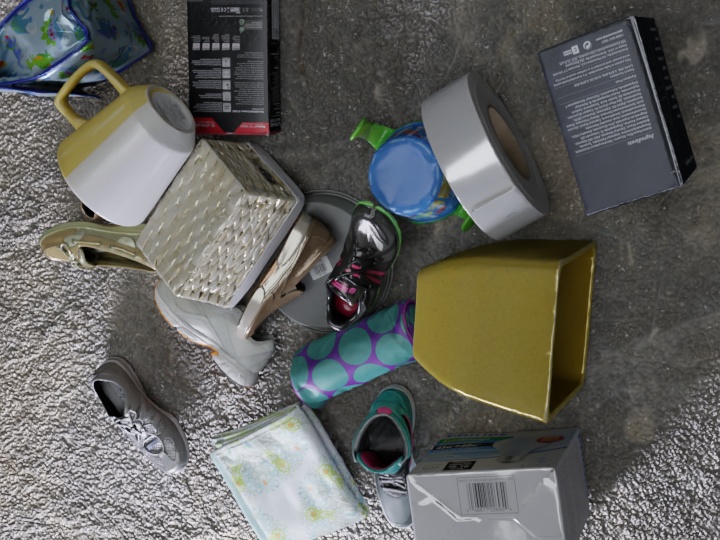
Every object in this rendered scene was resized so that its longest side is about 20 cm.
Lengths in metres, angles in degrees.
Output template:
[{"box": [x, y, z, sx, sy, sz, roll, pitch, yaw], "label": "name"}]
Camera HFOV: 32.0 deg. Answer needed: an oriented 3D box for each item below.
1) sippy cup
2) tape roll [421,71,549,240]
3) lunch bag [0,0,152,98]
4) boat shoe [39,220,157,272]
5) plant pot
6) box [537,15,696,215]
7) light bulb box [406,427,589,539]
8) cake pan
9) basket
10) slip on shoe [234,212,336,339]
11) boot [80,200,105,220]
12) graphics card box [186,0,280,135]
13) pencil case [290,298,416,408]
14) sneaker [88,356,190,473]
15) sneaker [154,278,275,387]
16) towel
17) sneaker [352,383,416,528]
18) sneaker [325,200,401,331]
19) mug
[{"box": [0.071, -0.125, 1.622, 0.175, 0.130, 0.142, 3, 98, 15], "label": "sippy cup"}, {"box": [0.156, -0.141, 1.556, 0.070, 0.202, 0.205, -28, 90, 19], "label": "tape roll"}, {"box": [-0.417, -0.301, 1.734, 0.198, 0.170, 0.129, -27, 84, 21], "label": "lunch bag"}, {"box": [-0.375, -0.027, 1.813, 0.197, 0.073, 0.064, 1, 62, 12], "label": "boat shoe"}, {"box": [0.176, 0.061, 1.597, 0.197, 0.194, 0.199, 7, 102, 23], "label": "plant pot"}, {"box": [0.311, -0.188, 1.498, 0.122, 0.200, 0.200, -18, 93, 22], "label": "box"}, {"box": [0.183, 0.290, 1.622, 0.195, 0.200, 0.127, -6, 96, 19], "label": "light bulb box"}, {"box": [-0.053, -0.009, 1.735, 0.197, 0.037, 0.204, 3, 100, 17], "label": "cake pan"}, {"box": [-0.194, -0.067, 1.707, 0.136, 0.123, 0.201, 47, 111, 29], "label": "basket"}, {"box": [-0.104, 0.018, 1.703, 0.060, 0.076, 0.202, 30, 104, -7], "label": "slip on shoe"}, {"box": [-0.342, -0.162, 1.786, 0.073, 0.075, 0.203, 25, 104, 16], "label": "boot"}, {"box": [-0.174, -0.289, 1.721, 0.123, 0.051, 0.204, 2, 101, 18], "label": "graphics card box"}, {"box": [0.002, 0.114, 1.713, 0.198, 0.092, 0.086, -25, 58, 23], "label": "pencil case"}, {"box": [-0.333, 0.223, 1.843, 0.075, 0.082, 0.200, -44, 84, 20], "label": "sneaker"}, {"box": [-0.202, 0.068, 1.787, 0.199, 0.076, 0.092, 41, 101, 0], "label": "sneaker"}, {"box": [-0.104, 0.295, 1.778, 0.169, 0.048, 0.202, -24, 104, 26], "label": "towel"}, {"box": [0.041, 0.267, 1.707, 0.082, 0.121, 0.204, -3, 99, 18], "label": "sneaker"}, {"box": [0.000, 0.000, 1.627, 0.076, 0.084, 0.202, 21, 128, 10], "label": "sneaker"}, {"box": [-0.310, -0.174, 1.656, 0.186, 0.151, 0.153, 36, 118, -28], "label": "mug"}]
